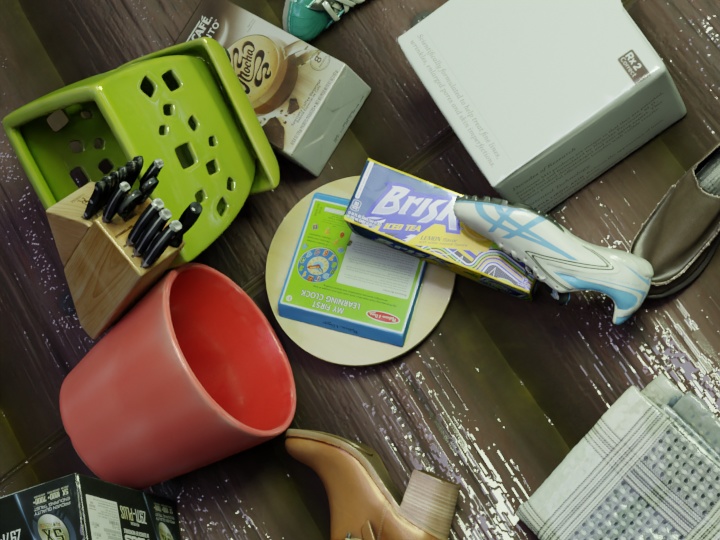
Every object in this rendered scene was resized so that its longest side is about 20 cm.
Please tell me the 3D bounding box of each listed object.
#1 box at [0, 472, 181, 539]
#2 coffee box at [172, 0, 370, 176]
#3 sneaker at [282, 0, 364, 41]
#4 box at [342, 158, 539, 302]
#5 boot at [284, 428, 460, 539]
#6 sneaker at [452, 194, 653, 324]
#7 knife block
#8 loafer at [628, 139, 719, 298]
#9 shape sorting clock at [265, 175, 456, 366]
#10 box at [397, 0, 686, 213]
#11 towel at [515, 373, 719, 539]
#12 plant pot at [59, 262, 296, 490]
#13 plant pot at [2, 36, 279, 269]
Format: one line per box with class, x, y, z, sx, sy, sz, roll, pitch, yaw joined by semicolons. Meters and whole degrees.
box;-0.292;0.276;1.518;0.163;0.200;0.087;-18;69;16
coffee box;-0.106;-0.202;1.648;0.199;0.080;0.113;31;89;26
sneaker;-0.004;-0.322;1.645;0.080;0.071;0.200;34;86;29
box;0.087;-0.039;1.508;0.199;0.064;0.070;22;83;12
boot;-0.011;0.249;1.493;0.199;0.077;0.156;21;87;18
sneaker;0.172;-0.014;1.426;0.199;0.072;0.073;26;92;8
knife block;-0.209;-0.014;1.449;0.175;0.201;0.064;18;41;37
loafer;0.316;-0.064;1.444;0.073;0.071;0.200;37;91;26
shape sorting clock;0.000;0.000;1.569;0.199;0.039;0.201;-4;70;10
box;0.179;-0.191;1.503;0.199;0.131;0.200;-35;65;9
towel;0.271;0.219;1.401;0.200;0.035;0.193;-46;64;4
plant pot;-0.191;0.120;1.539;0.177;0.200;0.201;-33;65;22
plant pot;-0.211;-0.122;1.565;0.199;0.181;0.200;-8;113;50
